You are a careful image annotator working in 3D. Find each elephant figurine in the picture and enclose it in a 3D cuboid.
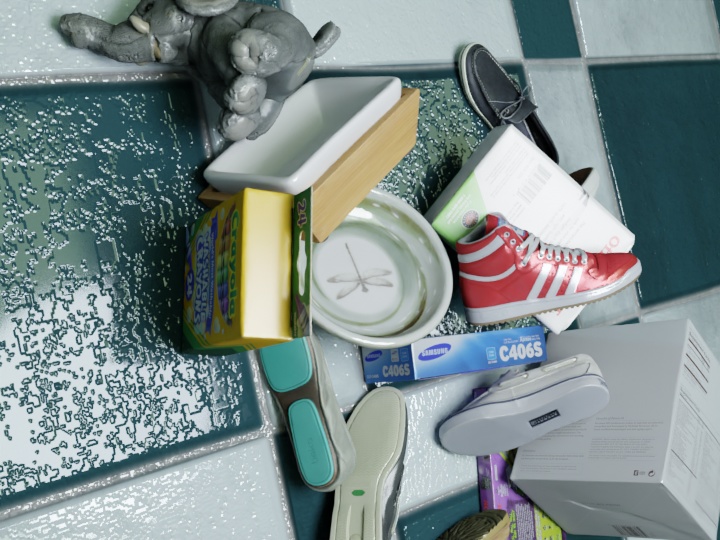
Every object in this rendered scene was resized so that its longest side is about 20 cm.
[{"bbox_3d":[-0.152,-0.230,0.843,0.199,0.143,0.155,38,20,12],"label":"elephant figurine"}]

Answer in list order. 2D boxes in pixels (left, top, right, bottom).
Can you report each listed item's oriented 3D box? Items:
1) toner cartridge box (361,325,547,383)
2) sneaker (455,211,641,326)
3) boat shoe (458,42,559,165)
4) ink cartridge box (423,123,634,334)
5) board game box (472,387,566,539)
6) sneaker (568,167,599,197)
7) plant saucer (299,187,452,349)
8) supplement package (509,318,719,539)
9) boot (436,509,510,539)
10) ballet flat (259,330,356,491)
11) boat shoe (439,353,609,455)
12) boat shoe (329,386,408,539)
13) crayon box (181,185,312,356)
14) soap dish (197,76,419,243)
[{"bbox_3d":[0.108,0.094,0.991,0.197,0.094,0.044,-3,82,-36],"label":"toner cartridge box"},{"bbox_3d":[0.199,-0.018,0.946,0.197,0.071,0.114,-15,103,3],"label":"sneaker"},{"bbox_3d":[0.193,-0.204,1.123,0.074,0.062,0.202,-37,102,-32],"label":"boat shoe"},{"bbox_3d":[0.193,-0.048,1.023,0.199,0.084,0.146,40,92,-8],"label":"ink cartridge box"},{"bbox_3d":[0.194,0.242,1.066,0.119,0.032,0.204,5,78,-39],"label":"board game box"},{"bbox_3d":[0.256,-0.044,1.139,0.085,0.072,0.201,48,70,-22],"label":"sneaker"},{"bbox_3d":[0.000,0.000,0.934,0.197,0.050,0.203,12,55,-17],"label":"plant saucer"},{"bbox_3d":[0.310,0.188,1.027,0.147,0.189,0.202,44,54,-32],"label":"supplement package"},{"bbox_3d":[0.134,0.395,0.978,0.174,0.066,0.202,-31,99,-21],"label":"boot"},{"bbox_3d":[-0.054,0.122,0.898,0.063,0.067,0.203,-6,79,-64],"label":"ballet flat"},{"bbox_3d":[0.181,0.149,1.005,0.071,0.198,0.070,54,19,-35],"label":"boat shoe"},{"bbox_3d":[0.012,0.224,0.930,0.068,0.071,0.203,58,39,-57],"label":"boat shoe"},{"bbox_3d":[-0.107,0.005,0.787,0.051,0.199,0.128,6,78,-29],"label":"crayon box"},{"bbox_3d":[-0.047,-0.114,0.887,0.200,0.156,0.082,-48,128,-30],"label":"soap dish"}]
